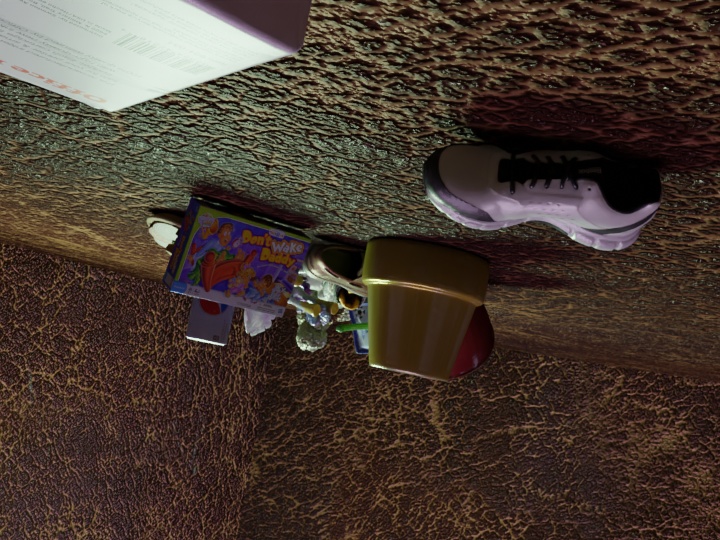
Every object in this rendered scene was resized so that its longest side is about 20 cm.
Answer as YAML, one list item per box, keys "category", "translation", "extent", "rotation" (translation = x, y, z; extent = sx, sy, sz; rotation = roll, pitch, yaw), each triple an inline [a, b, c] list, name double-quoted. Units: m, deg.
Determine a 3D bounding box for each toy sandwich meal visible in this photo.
- category: "toy sandwich meal"
  translation: [-0.302, -0.026, 1.492]
  extent: [0.202, 0.071, 0.206]
  rotation: [25, 163, 8]

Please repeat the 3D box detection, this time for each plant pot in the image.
- category: "plant pot"
  translation: [0.090, 0.066, 1.310]
  extent: [0.196, 0.193, 0.201]
  rotation: [11, 174, 1]

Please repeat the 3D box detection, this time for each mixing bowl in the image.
- category: "mixing bowl"
  translation: [0.140, 0.079, 1.479]
  extent: [0.196, 0.202, 0.110]
  rotation: [9, 135, 15]

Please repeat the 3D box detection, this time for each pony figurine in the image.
- category: "pony figurine"
  translation: [-0.136, 0.029, 1.526]
  extent: [0.197, 0.167, 0.196]
  rotation: [21, 142, 32]

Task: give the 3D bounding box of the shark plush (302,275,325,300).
- category: "shark plush"
  translation: [-0.103, 0.007, 1.684]
  extent: [0.195, 0.093, 0.083]
  rotation: [3, -157, 17]

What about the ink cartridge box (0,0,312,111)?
- category: "ink cartridge box"
  translation: [-0.130, -0.146, 0.383]
  extent: [0.144, 0.086, 0.198]
  rotation: [17, 171, -38]

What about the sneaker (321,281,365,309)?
- category: "sneaker"
  translation: [-0.030, 0.035, 1.545]
  extent: [0.076, 0.084, 0.200]
  rotation: [13, 158, -10]

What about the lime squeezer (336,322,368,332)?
- category: "lime squeezer"
  translation: [0.037, 0.079, 1.425]
  extent: [0.069, 0.039, 0.199]
  rotation: [9, -157, 27]

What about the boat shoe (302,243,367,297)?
- category: "boat shoe"
  translation: [0.000, 0.000, 1.415]
  extent: [0.196, 0.078, 0.071]
  rotation: [9, 169, -26]

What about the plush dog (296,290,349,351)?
- category: "plush dog"
  translation: [-0.055, 0.055, 1.763]
  extent: [0.170, 0.163, 0.199]
  rotation: [-16, -164, 47]

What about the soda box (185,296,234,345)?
- category: "soda box"
  translation: [-0.230, 0.015, 1.363]
  extent: [0.067, 0.205, 0.064]
  rotation: [11, 173, -6]

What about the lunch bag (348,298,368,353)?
- category: "lunch bag"
  translation: [0.102, 0.096, 1.672]
  extent: [0.196, 0.127, 0.169]
  rotation: [-10, -175, 28]

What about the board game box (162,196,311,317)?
- category: "board game box"
  translation: [-0.188, -0.017, 1.288]
  extent: [0.197, 0.137, 0.045]
  rotation: [15, -169, -35]

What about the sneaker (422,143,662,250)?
- category: "sneaker"
  translation: [0.147, -0.072, 0.668]
  extent: [0.195, 0.075, 0.080]
  rotation: [8, 159, -9]
